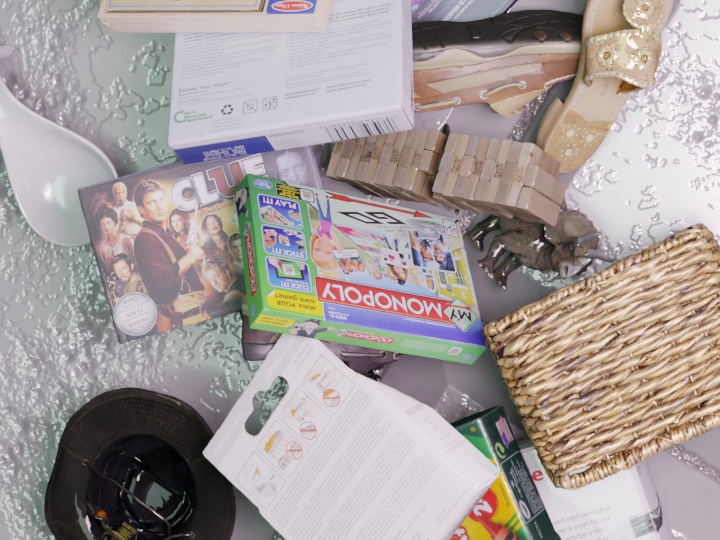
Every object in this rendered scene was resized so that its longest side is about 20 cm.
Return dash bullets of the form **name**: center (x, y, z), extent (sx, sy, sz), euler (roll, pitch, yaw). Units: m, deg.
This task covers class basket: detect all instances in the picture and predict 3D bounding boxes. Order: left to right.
- **basket**: center (0.215, 0.070, 1.224), extent (0.200, 0.143, 0.149), euler (-27, 85, 5)

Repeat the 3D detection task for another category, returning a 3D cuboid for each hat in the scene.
- **hat**: center (-0.182, 0.195, 1.372), extent (0.200, 0.081, 0.201), euler (4, 100, 21)

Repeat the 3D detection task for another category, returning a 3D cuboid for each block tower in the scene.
- **block tower**: center (0.070, -0.082, 1.255), extent (0.200, 0.058, 0.054), euler (13, 82, 35)

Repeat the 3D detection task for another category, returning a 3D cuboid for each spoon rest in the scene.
- **spoon rest**: center (-0.290, -0.112, 1.380), extent (0.099, 0.061, 0.200), euler (-35, 85, 15)

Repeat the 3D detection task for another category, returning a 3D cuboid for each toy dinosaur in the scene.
- **toy dinosaur**: center (0.135, -0.050, 1.281), extent (0.102, 0.077, 0.200), euler (-33, 55, 11)

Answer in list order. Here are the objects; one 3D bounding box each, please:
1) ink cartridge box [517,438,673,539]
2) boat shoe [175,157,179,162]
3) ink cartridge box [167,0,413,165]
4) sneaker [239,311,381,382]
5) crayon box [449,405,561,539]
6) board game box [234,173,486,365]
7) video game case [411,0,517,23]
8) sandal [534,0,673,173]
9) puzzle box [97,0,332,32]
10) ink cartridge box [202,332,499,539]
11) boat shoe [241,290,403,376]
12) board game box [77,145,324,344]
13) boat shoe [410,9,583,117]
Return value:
- **ink cartridge box**: center (0.185, 0.232, 1.278), extent (0.146, 0.084, 0.200), euler (-18, 90, 17)
- **boat shoe**: center (-0.126, -0.084, 1.335), extent (0.070, 0.070, 0.201), euler (7, 97, 17)
- **ink cartridge box**: center (-0.055, -0.192, 1.242), extent (0.196, 0.043, 0.200), euler (-7, 62, 16)
- **sneaker**: center (-0.016, 0.080, 1.324), extent (0.079, 0.074, 0.200), euler (-43, 84, 8)
- **crayon box**: center (0.049, 0.204, 1.256), extent (0.200, 0.051, 0.127), euler (-25, 87, 30)
- **board game box**: center (0.000, 0.000, 1.237), extent (0.029, 0.200, 0.135), euler (-52, 37, 42)
- **video game case**: center (0.041, -0.277, 1.305), extent (0.200, 0.019, 0.143), euler (46, 103, 6)
- **sandal**: center (0.207, -0.154, 1.204), extent (0.077, 0.070, 0.212), euler (4, 127, -27)
- **puzzle box**: center (-0.110, -0.256, 1.254), extent (0.199, 0.025, 0.133), euler (3, 67, 21)
- **ink cartridge box**: center (-0.011, 0.155, 1.224), extent (0.200, 0.050, 0.161), euler (43, 116, 17)
- **boat shoe**: center (-0.008, 0.057, 1.271), extent (0.200, 0.072, 0.065), euler (9, 97, -27)
- **board game box**: center (-0.124, -0.030, 1.289), extent (0.199, 0.035, 0.136), euler (-16, 93, -4)
- **boat shoe**: center (0.118, -0.168, 1.268), extent (0.199, 0.076, 0.074), euler (-3, 120, 1)
